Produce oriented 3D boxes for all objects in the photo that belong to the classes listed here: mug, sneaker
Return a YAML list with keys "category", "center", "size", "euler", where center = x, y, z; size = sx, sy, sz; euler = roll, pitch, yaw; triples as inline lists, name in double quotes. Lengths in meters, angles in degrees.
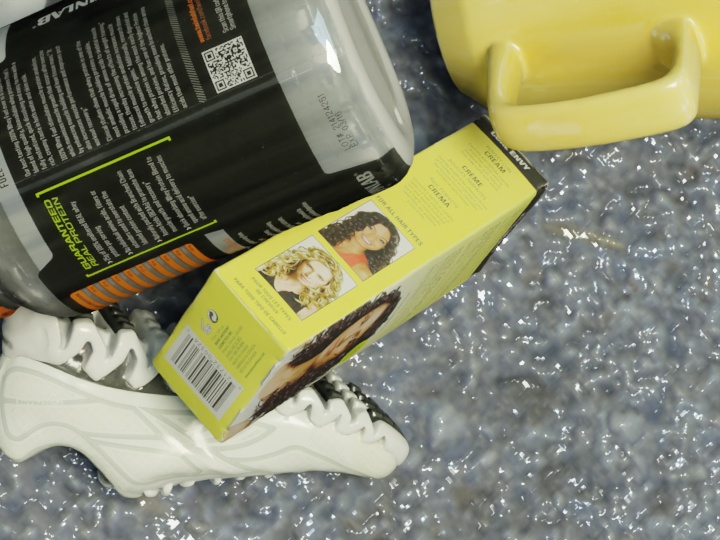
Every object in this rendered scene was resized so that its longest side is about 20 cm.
- category: "mug"
  center: [0.110, -0.135, 0.911]
  size: [0.152, 0.186, 0.151]
  euler: [-7, 93, 19]
- category: "sneaker"
  center: [-0.075, 0.067, 0.895]
  size: [0.199, 0.075, 0.082]
  euler: [17, 99, -18]

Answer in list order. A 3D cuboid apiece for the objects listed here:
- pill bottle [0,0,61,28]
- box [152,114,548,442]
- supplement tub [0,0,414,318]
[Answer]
- category: "pill bottle"
  center: [-0.105, -0.131, 0.890]
  size: [0.199, 0.113, 0.114]
  euler: [14, 77, -15]
- category: "box"
  center: [0.000, 0.000, 0.877]
  size: [0.050, 0.075, 0.200]
  euler: [47, 45, 10]
- category: "supplement tub"
  center: [-0.088, -0.058, 0.799]
  size: [0.199, 0.123, 0.123]
  euler: [-22, 87, 9]
